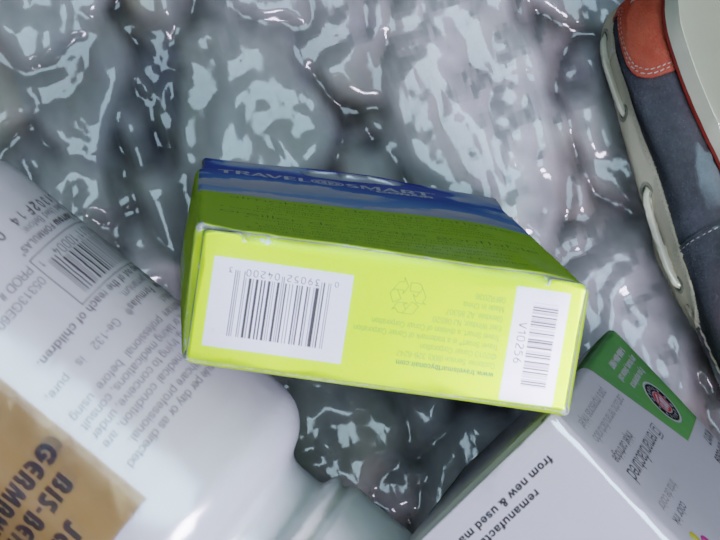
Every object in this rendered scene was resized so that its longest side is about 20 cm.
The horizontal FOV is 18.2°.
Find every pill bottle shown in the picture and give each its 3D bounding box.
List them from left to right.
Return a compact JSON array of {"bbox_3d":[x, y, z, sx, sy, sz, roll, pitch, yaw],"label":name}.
[{"bbox_3d":[-0.085,0.065,0.773,0.200,0.114,0.114,39,79,1],"label":"pill bottle"}]

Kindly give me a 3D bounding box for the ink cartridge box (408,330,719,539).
[{"bbox_3d":[0.117,0.130,0.759,0.200,0.145,0.084,46,106,3],"label":"ink cartridge box"}]

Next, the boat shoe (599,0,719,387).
[{"bbox_3d":[0.139,-0.015,0.839,0.071,0.063,0.201,-12,83,-34],"label":"boat shoe"}]

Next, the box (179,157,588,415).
[{"bbox_3d":[0.000,0.000,0.760,0.121,0.200,0.048,8,98,-5],"label":"box"}]
